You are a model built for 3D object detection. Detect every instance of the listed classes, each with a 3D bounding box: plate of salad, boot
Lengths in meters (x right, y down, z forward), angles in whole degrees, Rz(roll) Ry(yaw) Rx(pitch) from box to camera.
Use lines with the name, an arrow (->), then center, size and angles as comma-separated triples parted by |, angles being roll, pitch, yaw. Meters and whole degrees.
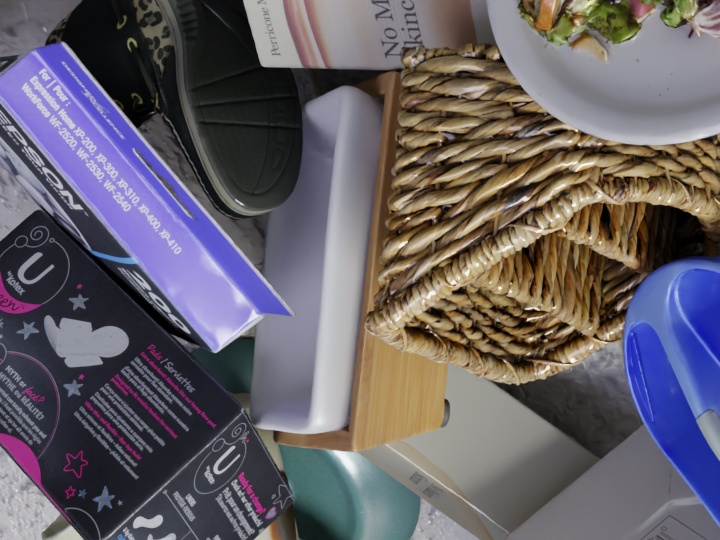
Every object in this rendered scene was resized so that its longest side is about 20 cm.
plate of salad -> 0.140, -0.155, 0.949 | 0.199, 0.202, 0.048 | -1, 163, 32
boot -> -0.112, -0.099, 1.223 | 0.154, 0.073, 0.205 | -40, 64, 48

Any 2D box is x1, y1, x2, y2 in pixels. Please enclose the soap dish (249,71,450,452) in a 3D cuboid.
soap dish -> 0.000, 0.000, 1.173 | 0.081, 0.202, 0.157 | 8, 175, -17

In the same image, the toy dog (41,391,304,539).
toy dog -> -0.075, 0.181, 1.383 | 0.193, 0.140, 0.200 | -34, 104, 14

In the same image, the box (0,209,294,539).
box -> -0.152, 0.085, 1.253 | 0.200, 0.115, 0.132 | 42, 168, 30

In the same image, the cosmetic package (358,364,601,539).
cosmetic package -> 0.051, 0.099, 1.289 | 0.199, 0.073, 0.104 | 36, 169, 4

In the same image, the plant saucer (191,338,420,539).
plant saucer -> -0.056, 0.138, 1.438 | 0.199, 0.036, 0.201 | 17, 130, 21

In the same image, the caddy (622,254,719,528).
caddy -> 0.217, 0.075, 1.067 | 0.200, 0.105, 0.142 | 54, 144, 14

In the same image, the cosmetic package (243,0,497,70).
cosmetic package -> 0.039, -0.166, 1.108 | 0.199, 0.087, 0.104 | 3, 126, 30

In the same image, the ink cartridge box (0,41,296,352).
ink cartridge box -> -0.142, -0.041, 1.192 | 0.198, 0.043, 0.200 | 50, 165, -17

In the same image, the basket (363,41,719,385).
basket -> 0.110, -0.020, 1.075 | 0.142, 0.150, 0.200 | 2, 169, 28

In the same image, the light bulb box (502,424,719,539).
light bulb box -> 0.172, 0.222, 1.213 | 0.125, 0.198, 0.201 | 33, 153, 49
